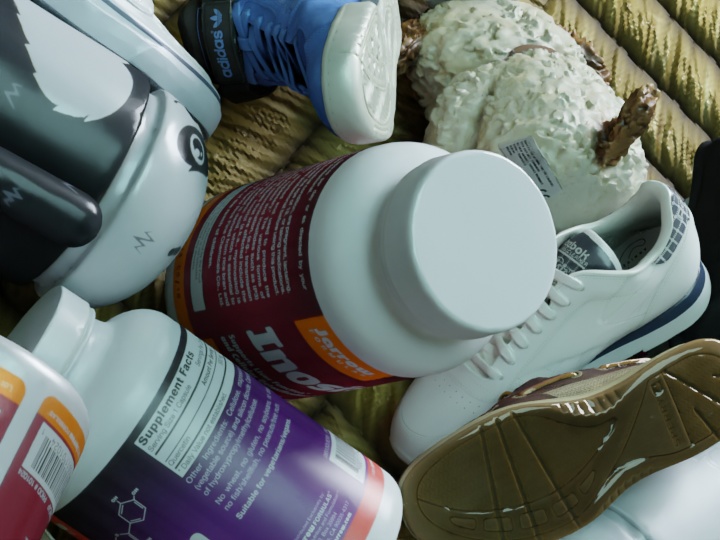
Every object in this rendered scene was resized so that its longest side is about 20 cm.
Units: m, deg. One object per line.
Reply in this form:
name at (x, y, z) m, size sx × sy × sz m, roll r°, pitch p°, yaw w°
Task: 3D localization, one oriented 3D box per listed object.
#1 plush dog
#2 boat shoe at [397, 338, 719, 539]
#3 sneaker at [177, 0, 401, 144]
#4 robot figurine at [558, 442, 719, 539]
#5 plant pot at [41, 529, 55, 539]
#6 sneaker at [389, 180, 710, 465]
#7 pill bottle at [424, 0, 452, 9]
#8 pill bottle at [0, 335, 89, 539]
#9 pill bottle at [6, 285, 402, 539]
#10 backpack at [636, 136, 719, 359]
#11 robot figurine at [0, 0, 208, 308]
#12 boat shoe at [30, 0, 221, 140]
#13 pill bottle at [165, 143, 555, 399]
plush dog at (0.085, -0.086, 1.565) m, size 0.200 × 0.160 × 0.172 m, roll 6°, pitch 40°, yaw -34°
boat shoe at (0.100, 0.088, 1.445) m, size 0.200 × 0.072 × 0.072 m, roll -25°, pitch 100°, yaw -22°
sneaker at (-0.040, -0.112, 1.469) m, size 0.200 × 0.111 × 0.077 m, roll -83°, pitch 165°, yaw -65°
robot figurine at (0.145, 0.154, 1.493) m, size 0.170 × 0.113 × 0.200 m, roll 30°, pitch 41°, yaw 30°
plant pot at (-0.214, 0.175, 1.289) m, size 0.200 × 0.027 × 0.200 m, roll 16°, pitch 60°, yaw -29°
sneaker at (0.093, 0.028, 1.495) m, size 0.200 × 0.081 × 0.076 m, roll -38°, pitch 56°, yaw -11°
pill bottle at (0.049, -0.253, 1.627) m, size 0.109 × 0.109 × 0.200 m, roll -3°, pitch 70°, yaw -36°
pill bottle at (-0.205, 0.126, 1.219) m, size 0.113 × 0.113 × 0.200 m, roll 33°, pitch 63°, yaw -18°
pill bottle at (-0.085, 0.095, 1.361) m, size 0.200 × 0.112 × 0.112 m, roll 36°, pitch 52°, yaw -15°
backpack at (0.260, 0.030, 1.608) m, size 0.200 × 0.151 × 0.178 m, roll 31°, pitch 51°, yaw -25°
robot figurine at (-0.168, -0.067, 1.374) m, size 0.200 × 0.125 × 0.150 m, roll 32°, pitch 53°, yaw -18°
boat shoe at (-0.134, -0.142, 1.420) m, size 0.200 × 0.074 × 0.067 m, roll 40°, pitch 66°, yaw -35°
pill bottle at (0.000, 0.000, 1.389) m, size 0.113 × 0.200 × 0.113 m, roll 7°, pitch 78°, yaw -34°
